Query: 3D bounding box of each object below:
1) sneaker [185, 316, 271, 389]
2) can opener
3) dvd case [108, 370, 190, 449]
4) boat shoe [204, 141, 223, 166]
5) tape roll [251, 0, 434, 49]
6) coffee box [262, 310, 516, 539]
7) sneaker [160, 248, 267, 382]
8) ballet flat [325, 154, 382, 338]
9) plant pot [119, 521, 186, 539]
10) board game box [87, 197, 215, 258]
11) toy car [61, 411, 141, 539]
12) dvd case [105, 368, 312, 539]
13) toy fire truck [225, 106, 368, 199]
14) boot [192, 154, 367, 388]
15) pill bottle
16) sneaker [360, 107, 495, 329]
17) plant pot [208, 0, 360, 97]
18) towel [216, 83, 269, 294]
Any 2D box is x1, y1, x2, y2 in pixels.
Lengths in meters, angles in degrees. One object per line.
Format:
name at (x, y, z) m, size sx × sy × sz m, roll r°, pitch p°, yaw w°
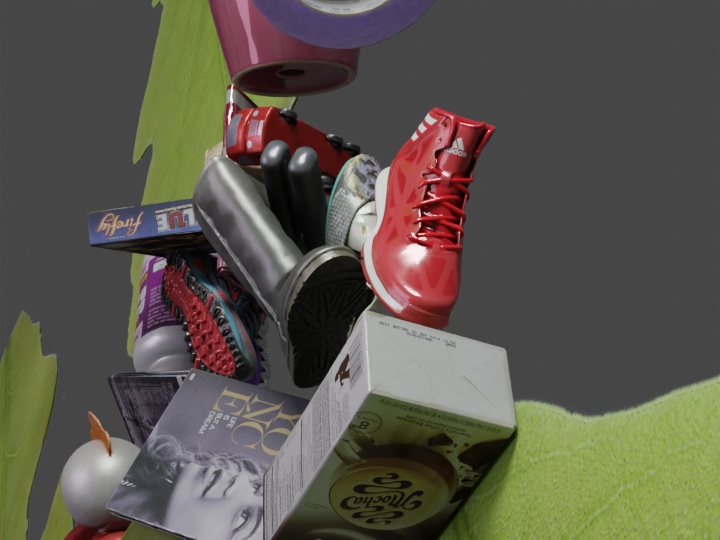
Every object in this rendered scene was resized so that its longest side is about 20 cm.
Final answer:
sneaker at (-0.142, 0.083, 1.800) m, size 0.081 × 0.088 × 0.201 m, roll 125°, pitch 152°, yaw -43°
can opener at (-0.044, -0.051, 1.548) m, size 0.200 × 0.053 × 0.067 m, roll 80°, pitch -150°, yaw -51°
dvd case at (-0.189, 0.174, 1.782) m, size 0.200 × 0.016 × 0.149 m, roll -7°, pitch 105°, yaw 60°
boat shoe at (-0.128, -0.104, 1.805) m, size 0.200 × 0.065 × 0.072 m, roll -29°, pitch -68°, yaw -73°
tape roll at (-0.018, -0.308, 1.571) m, size 0.085 × 0.199 × 0.200 m, roll -109°, pitch 39°, yaw -59°
coffee box at (0.015, 0.133, 1.252) m, size 0.080 × 0.113 × 0.200 m, roll -93°, pitch 25°, yaw -45°
sneaker at (-0.127, 0.039, 1.724) m, size 0.200 × 0.095 × 0.079 m, roll 57°, pitch 137°, yaw 49°
ballet flat at (0.000, 0.000, 1.506) m, size 0.072 × 0.072 × 0.201 m, roll -173°, pitch 97°, yaw -72°
plant pot at (-0.130, 0.249, 1.516) m, size 0.190 × 0.200 × 0.200 m, roll -65°, pitch 16°, yaw -14°
board game box at (-0.172, -0.042, 1.767) m, size 0.200 × 0.135 × 0.035 m, roll 10°, pitch -106°, yaw -72°
toy car at (-0.255, 0.240, 1.758) m, size 0.177 × 0.184 × 0.201 m, roll 168°, pitch 95°, yaw -70°
dvd case at (-0.100, 0.164, 1.452) m, size 0.200 × 0.016 × 0.149 m, roll 12°, pitch 59°, yaw 33°
toy fire truck at (-0.070, -0.099, 1.648) m, size 0.141 × 0.200 × 0.049 m, roll 0°, pitch 73°, yaw 42°
boot at (-0.072, -0.022, 1.446) m, size 0.182 × 0.072 × 0.200 m, roll 108°, pitch 143°, yaw -50°
pill bottle at (-0.194, 0.068, 1.925) m, size 0.112 × 0.112 × 0.200 m, roll 123°, pitch 155°, yaw -43°
sneaker at (0.055, -0.055, 1.347) m, size 0.200 × 0.078 × 0.116 m, roll -98°, pitch 28°, yaw -48°
plant pot at (-0.073, -0.278, 1.758) m, size 0.200 × 0.199 × 0.180 m, roll 154°, pitch 114°, yaw -66°
towel at (-0.103, -0.066, 1.726) m, size 0.023 × 0.144 × 0.201 m, roll -10°, pitch 64°, yaw 21°
